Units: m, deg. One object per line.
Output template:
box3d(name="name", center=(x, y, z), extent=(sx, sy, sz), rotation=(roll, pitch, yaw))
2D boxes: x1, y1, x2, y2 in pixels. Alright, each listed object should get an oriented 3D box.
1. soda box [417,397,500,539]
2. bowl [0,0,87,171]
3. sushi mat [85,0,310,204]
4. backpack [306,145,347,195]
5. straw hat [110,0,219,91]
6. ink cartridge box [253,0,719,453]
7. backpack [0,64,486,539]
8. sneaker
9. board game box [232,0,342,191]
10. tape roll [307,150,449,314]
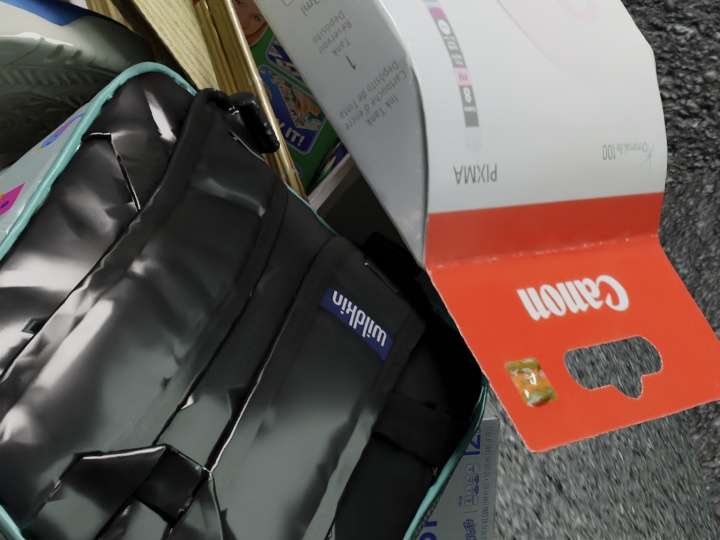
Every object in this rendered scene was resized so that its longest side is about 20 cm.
box3d(name="soda box", center=(0.020, 0.144, 0.944), extent=(0.063, 0.068, 0.200), rotation=(-117, -155, -63))
box3d(name="bowl", center=(-0.155, -0.084, 0.787), extent=(0.200, 0.075, 0.200), rotation=(27, 41, -72))
box3d(name="sushi mat", center=(-0.075, -0.082, 0.825), extent=(0.012, 0.096, 0.200), rotation=(0, 59, -40))
box3d(name="backpack", center=(-0.008, -0.027, 1.077), extent=(0.153, 0.175, 0.200), rotation=(-23, 95, -73))
box3d(name="straw hat", center=(-0.072, -0.145, 0.730), extent=(0.201, 0.085, 0.201), rotation=(51, -2, 2))
box3d(name="ink cartridge box", center=(0.062, -0.045, 0.708), extent=(0.162, 0.057, 0.200), rotation=(-8, 59, -53))
box3d(name="backpack", center=(-0.073, 0.059, 0.624), extent=(0.176, 0.153, 0.200), rotation=(45, 30, -15))
box3d(name="sneaker", center=(-0.158, -0.105, 0.658), extent=(0.200, 0.077, 0.111), rotation=(3, 62, -37))
box3d(name="board game box", center=(-0.075, -0.141, 0.886), extent=(0.200, 0.135, 0.029), rotation=(35, 39, 7))
box3d(name="tape roll", center=(0.000, 0.000, 0.821), extent=(0.066, 0.200, 0.200), rotation=(41, 16, -4))
